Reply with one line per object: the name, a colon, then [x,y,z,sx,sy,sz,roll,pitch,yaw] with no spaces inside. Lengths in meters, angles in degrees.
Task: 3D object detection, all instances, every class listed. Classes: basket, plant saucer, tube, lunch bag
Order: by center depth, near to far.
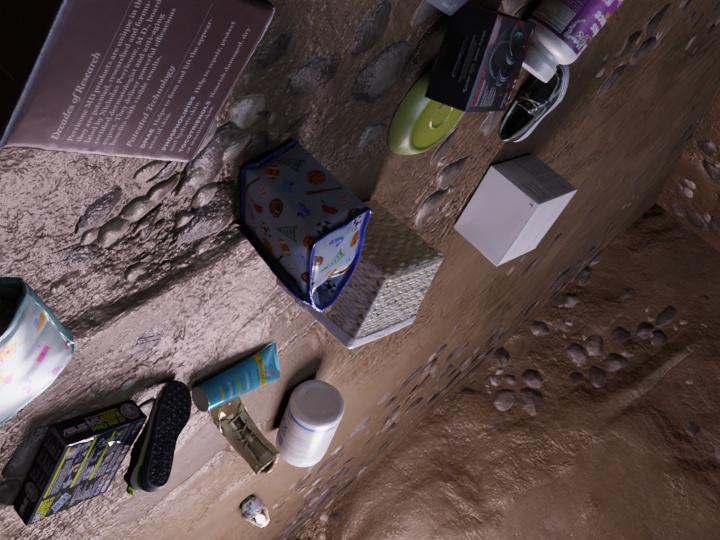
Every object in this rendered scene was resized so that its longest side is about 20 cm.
lunch bag: [-0.421,0.094,0.858,0.200,0.122,0.170,-33,156,-17]
lunch bag: [-0.090,-0.051,1.147,0.124,0.170,0.200,-31,155,-27]
plant saucer: [0.129,-0.272,1.357,0.200,0.031,0.200,-38,157,-19]
basket: [0.000,0.000,1.382,0.200,0.198,0.161,-18,142,-50]
tube: [-0.230,0.208,1.523,0.200,0.050,0.078,-24,120,-46]

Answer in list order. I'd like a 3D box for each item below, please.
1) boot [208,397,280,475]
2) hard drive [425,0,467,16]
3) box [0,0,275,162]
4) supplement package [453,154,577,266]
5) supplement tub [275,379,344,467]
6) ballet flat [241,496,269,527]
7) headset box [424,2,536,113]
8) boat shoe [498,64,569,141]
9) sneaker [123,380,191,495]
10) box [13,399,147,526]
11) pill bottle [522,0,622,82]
boot: [-0.230,0.322,1.582,0.073,0.155,0.200,-36,156,-23]
hard drive: [0.162,-0.430,1.054,0.200,0.033,0.140,-37,165,25]
box: [-0.214,-0.203,0.639,0.164,0.166,0.200,-54,157,23]
supplement package: [0.361,-0.144,1.863,0.200,0.147,0.191,-21,148,-48]
supplement tub: [-0.123,0.366,1.903,0.132,0.132,0.200,-28,153,-39]
ballet flat: [-0.295,0.699,2.272,0.072,0.072,0.200,-40,159,-15]
headset box: [0.184,-0.327,1.231,0.200,0.077,0.149,-21,132,-59]
boat shoe: [0.347,-0.332,1.600,0.071,0.072,0.200,-30,156,-46]
sneaker: [-0.353,0.277,1.344,0.072,0.083,0.200,43,49,-40]
box: [-0.454,0.310,1.294,0.160,0.044,0.200,-12,141,-55]
pill bottle: [0.356,-0.431,1.382,0.200,0.112,0.112,-52,158,15]
